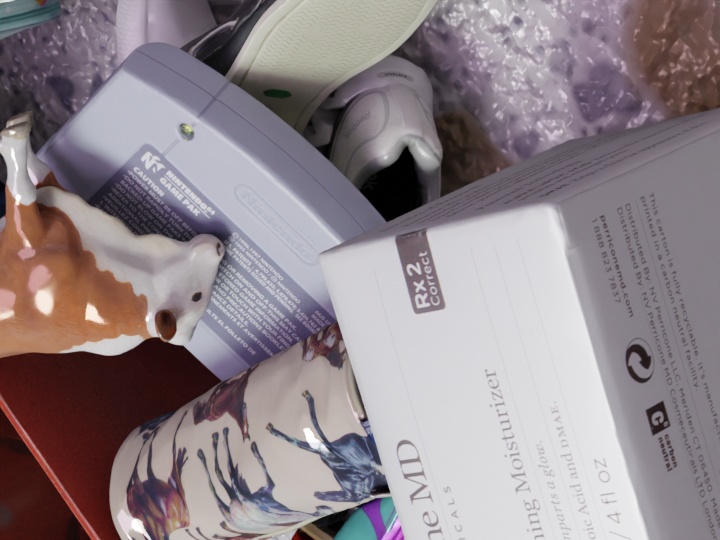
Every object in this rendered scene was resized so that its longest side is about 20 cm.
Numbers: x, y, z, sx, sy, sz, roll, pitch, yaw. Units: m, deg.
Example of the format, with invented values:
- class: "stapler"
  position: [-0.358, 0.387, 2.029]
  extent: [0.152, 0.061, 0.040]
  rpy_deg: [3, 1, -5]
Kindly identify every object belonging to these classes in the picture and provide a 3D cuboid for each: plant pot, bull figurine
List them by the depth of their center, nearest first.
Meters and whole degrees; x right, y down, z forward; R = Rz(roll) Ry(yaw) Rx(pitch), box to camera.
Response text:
- class: "bull figurine"
  position: [-0.163, -0.006, 1.224]
  extent: [0.199, 0.065, 0.122]
  rpy_deg: [-14, 102, 23]
- class: "plant pot"
  position: [-0.169, 0.095, 1.400]
  extent: [0.200, 0.176, 0.200]
  rpy_deg: [54, 132, 11]

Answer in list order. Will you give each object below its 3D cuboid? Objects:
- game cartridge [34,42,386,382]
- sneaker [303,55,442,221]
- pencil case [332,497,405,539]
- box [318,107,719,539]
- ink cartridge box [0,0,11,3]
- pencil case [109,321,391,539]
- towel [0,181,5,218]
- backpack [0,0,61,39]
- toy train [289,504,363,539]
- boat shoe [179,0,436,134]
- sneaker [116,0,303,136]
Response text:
- class: "game cartridge"
  position: [-0.055, -0.011, 1.234]
  extent: [0.200, 0.041, 0.133]
  rpy_deg: [44, 141, -7]
- class: "sneaker"
  position: [0.000, 0.000, 1.277]
  extent: [0.081, 0.075, 0.201]
  rpy_deg: [-122, 35, -55]
- class: "pencil case"
  position: [0.024, 0.136, 1.249]
  extent: [0.085, 0.092, 0.200]
  rpy_deg: [35, 98, 25]
- class: "box"
  position: [0.113, 0.049, 1.131]
  extent: [0.130, 0.200, 0.200]
  rpy_deg: [-12, 98, 41]
- class: "ink cartridge box"
  position: [-0.093, -0.194, 1.254]
  extent: [0.199, 0.059, 0.104]
  rpy_deg: [-9, 100, 13]
- class: "pencil case"
  position: [-0.033, 0.085, 1.216]
  extent: [0.200, 0.078, 0.090]
  rpy_deg: [-28, 70, 43]
- class: "towel"
  position: [-0.242, -0.050, 1.406]
  extent: [0.111, 0.200, 0.049]
  rpy_deg: [34, 90, 20]
- class: "backpack"
  position: [-0.227, -0.183, 1.345]
  extent: [0.200, 0.175, 0.154]
  rpy_deg: [-12, 94, 43]
- class: "toy train"
  position: [-0.027, 0.161, 1.394]
  extent: [0.034, 0.046, 0.201]
  rpy_deg: [33, 124, 27]
- class: "boat shoe"
  position: [-0.031, -0.117, 1.223]
  extent: [0.200, 0.072, 0.068]
  rpy_deg: [-41, 48, 40]
- class: "sneaker"
  position: [-0.062, -0.069, 1.335]
  extent: [0.088, 0.075, 0.201]
  rpy_deg: [-6, 105, 25]
